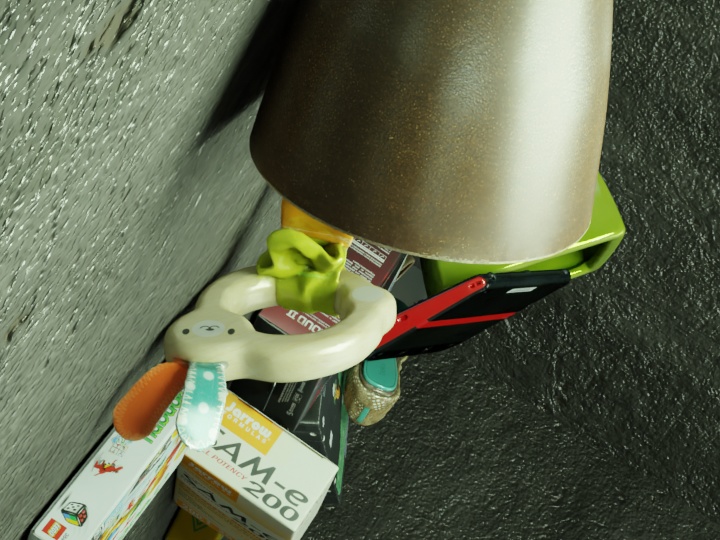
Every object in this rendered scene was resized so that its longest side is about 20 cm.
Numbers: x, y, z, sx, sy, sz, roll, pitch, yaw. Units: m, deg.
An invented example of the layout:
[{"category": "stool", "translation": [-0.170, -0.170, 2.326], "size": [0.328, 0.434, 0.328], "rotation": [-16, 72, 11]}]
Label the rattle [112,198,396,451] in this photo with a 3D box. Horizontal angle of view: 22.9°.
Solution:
[{"category": "rattle", "translation": [-0.068, 0.008, 1.103], "size": [0.199, 0.130, 0.144], "rotation": [-20, 139, -37]}]

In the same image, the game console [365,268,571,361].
[{"category": "game console", "translation": [0.100, 0.039, 1.790], "size": [0.176, 0.031, 0.199], "rotation": [-32, 166, 29]}]

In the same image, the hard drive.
[{"category": "hard drive", "translation": [-0.040, 0.132, 1.775], "size": [0.200, 0.037, 0.141], "rotation": [77, 16, -60]}]

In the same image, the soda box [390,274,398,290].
[{"category": "soda box", "translation": [0.000, 0.000, 1.748], "size": [0.064, 0.068, 0.200], "rotation": [-55, 175, -28]}]

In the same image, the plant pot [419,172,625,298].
[{"category": "plant pot", "translation": [0.146, -0.073, 1.851], "size": [0.198, 0.183, 0.199], "rotation": [-17, 169, -4]}]

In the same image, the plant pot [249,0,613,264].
[{"category": "plant pot", "translation": [0.051, -0.137, 0.891], "size": [0.187, 0.185, 0.201], "rotation": [-50, 157, -58]}]

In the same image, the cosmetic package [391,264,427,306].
[{"category": "cosmetic package", "translation": [0.009, 0.069, 2.092], "size": [0.071, 0.101, 0.201], "rotation": [-54, 175, -41]}]

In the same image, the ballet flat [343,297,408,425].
[{"category": "ballet flat", "translation": [0.013, 0.096, 1.859], "size": [0.066, 0.070, 0.200], "rotation": [-61, -177, 27]}]

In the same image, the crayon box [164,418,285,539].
[{"category": "crayon box", "translation": [-0.132, 0.210, 1.825], "size": [0.127, 0.051, 0.201], "rotation": [-53, 174, -51]}]

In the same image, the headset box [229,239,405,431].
[{"category": "headset box", "translation": [-0.035, 0.035, 1.557], "size": [0.201, 0.075, 0.149], "rotation": [-55, 175, -32]}]

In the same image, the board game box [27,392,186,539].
[{"category": "board game box", "translation": [-0.163, 0.146, 1.174], "size": [0.200, 0.034, 0.127], "rotation": [-54, 174, -44]}]

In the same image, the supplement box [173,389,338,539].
[{"category": "supplement box", "translation": [-0.100, 0.195, 1.614], "size": [0.074, 0.126, 0.200], "rotation": [-54, 174, -21]}]

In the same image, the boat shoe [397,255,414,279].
[{"category": "boat shoe", "translation": [-0.008, 0.046, 1.948], "size": [0.201, 0.069, 0.074], "rotation": [-57, 175, -15]}]
